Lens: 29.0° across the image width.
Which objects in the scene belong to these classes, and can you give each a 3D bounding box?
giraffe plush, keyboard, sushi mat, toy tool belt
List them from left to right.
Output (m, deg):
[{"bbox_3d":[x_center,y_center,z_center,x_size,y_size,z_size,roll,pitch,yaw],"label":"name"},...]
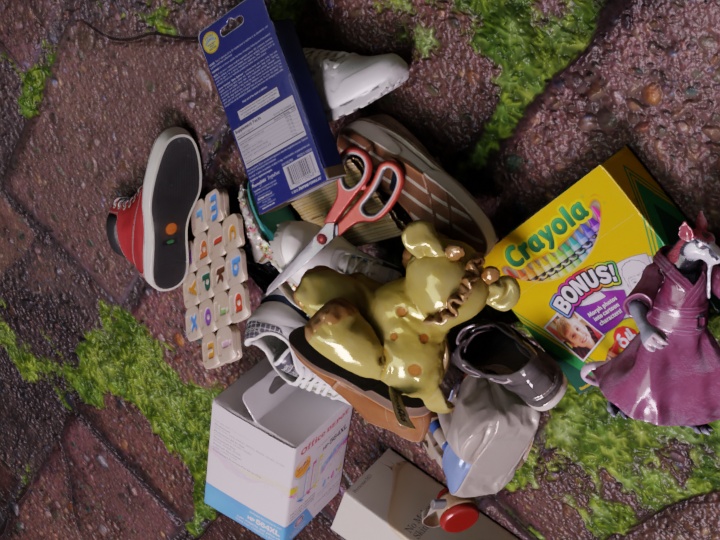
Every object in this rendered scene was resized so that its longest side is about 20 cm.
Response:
[{"bbox_3d":[-0.094,-0.002,1.620,0.200,0.040,0.104,43,135,10],"label":"keyboard"},{"bbox_3d":[-0.020,-0.066,1.486,0.096,0.012,0.200,56,157,-10],"label":"sushi mat"},{"bbox_3d":[0.054,0.029,1.343,0.162,0.172,0.200,-55,46,19],"label":"giraffe plush"},{"bbox_3d":[0.118,0.181,1.533,0.123,0.125,0.200,-114,34,-41],"label":"toy tool belt"}]

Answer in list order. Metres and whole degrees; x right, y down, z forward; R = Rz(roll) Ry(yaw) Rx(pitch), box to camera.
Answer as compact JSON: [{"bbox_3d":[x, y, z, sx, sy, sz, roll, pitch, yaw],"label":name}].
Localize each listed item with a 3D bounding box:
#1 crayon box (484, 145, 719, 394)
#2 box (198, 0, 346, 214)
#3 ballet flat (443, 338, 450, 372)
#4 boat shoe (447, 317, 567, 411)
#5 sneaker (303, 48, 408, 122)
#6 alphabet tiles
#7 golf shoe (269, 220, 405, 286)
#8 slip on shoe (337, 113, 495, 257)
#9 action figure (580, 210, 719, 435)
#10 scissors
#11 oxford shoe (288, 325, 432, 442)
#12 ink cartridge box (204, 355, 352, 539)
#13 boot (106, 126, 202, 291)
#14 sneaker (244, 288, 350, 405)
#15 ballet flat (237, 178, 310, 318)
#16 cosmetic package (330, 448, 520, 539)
[{"bbox_3d":[0.232,0.003,1.346,0.173,0.058,0.200,50,136,1],"label":"crayon box"},{"bbox_3d":[-0.091,-0.169,1.406,0.121,0.032,0.200,-22,87,48],"label":"box"},{"bbox_3d":[0.055,0.101,1.523,0.200,0.063,0.069,-35,71,54],"label":"ballet flat"},{"bbox_3d":[0.138,0.082,1.424,0.057,0.067,0.200,44,173,-30],"label":"boat shoe"},{"bbox_3d":[-0.038,-0.191,1.421,0.200,0.076,0.081,-15,98,42],"label":"sneaker"},{"bbox_3d":[-0.168,0.011,1.621,0.196,0.015,0.200,-25,68,61],"label":"alphabet tiles"},{"bbox_3d":[0.000,0.000,1.475,0.200,0.078,0.097,30,153,-29],"label":"golf shoe"},{"bbox_3d":[0.066,-0.089,1.405,0.200,0.061,0.076,38,138,23],"label":"slip on shoe"},{"bbox_3d":[0.287,0.040,1.242,0.149,0.134,0.200,-127,38,-66],"label":"action figure"},{"bbox_3d":[-0.026,-0.036,1.407,0.073,0.014,0.200,34,111,7],"label":"scissors"},{"bbox_3d":[-0.005,0.123,1.497,0.200,0.071,0.071,33,137,35],"label":"oxford shoe"},{"bbox_3d":[-0.099,0.207,1.695,0.125,0.129,0.200,28,132,22],"label":"ink cartridge box"},{"bbox_3d":[-0.259,-0.093,1.678,0.144,0.072,0.200,36,124,44],"label":"boot"},{"bbox_3d":[-0.050,0.111,1.608,0.200,0.081,0.076,38,132,-12],"label":"sneaker"},{"bbox_3d":[-0.083,-0.012,1.567,0.200,0.076,0.064,53,126,7],"label":"ballet flat"},{"bbox_3d":[0.078,0.312,1.641,0.200,0.104,0.073,33,132,15],"label":"cosmetic package"}]
